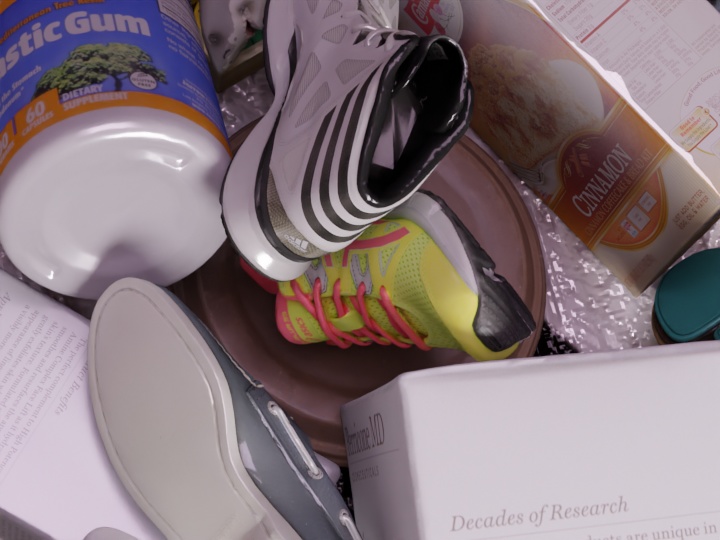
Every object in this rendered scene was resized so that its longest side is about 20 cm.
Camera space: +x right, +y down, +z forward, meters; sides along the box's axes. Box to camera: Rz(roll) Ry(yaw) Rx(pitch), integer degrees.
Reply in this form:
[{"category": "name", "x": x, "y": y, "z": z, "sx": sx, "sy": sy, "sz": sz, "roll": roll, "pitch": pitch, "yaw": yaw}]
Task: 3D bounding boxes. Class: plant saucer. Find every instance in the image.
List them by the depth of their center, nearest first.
[{"category": "plant saucer", "x": 0.000, "y": 0.000, "z": 1.016, "sx": 0.199, "sy": 0.029, "sz": 0.201, "roll": 3, "pitch": 71, "yaw": -8}]

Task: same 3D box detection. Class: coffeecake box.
[{"category": "coffeecake box", "x": 0.111, "y": -0.101, "z": 0.998, "sx": 0.073, "sy": 0.154, "sz": 0.200, "roll": -41, "pitch": 82, "yaw": -17}]

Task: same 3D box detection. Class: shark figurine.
[{"category": "shark figurine", "x": -0.041, "y": -0.218, "z": 0.984, "sx": 0.089, "sy": 0.128, "sz": 0.215, "roll": 22, "pitch": 58, "yaw": 16}]

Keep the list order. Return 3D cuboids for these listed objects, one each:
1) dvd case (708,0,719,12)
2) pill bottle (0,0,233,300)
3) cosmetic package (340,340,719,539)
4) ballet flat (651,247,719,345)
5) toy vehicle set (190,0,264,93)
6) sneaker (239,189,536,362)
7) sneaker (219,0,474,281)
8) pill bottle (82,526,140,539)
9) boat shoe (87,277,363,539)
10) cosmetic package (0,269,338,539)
[{"category": "dvd case", "x": 0.180, "y": -0.134, "z": 0.992, "sx": 0.200, "sy": 0.146, "sz": 0.022, "roll": 51, "pitch": 54, "yaw": -15}, {"category": "pill bottle", "x": -0.129, "y": -0.092, "z": 0.953, "sx": 0.112, "sy": 0.112, "sz": 0.200, "roll": -8, "pitch": 46, "yaw": -11}, {"category": "cosmetic package", "x": 0.093, "y": 0.143, "z": 0.896, "sx": 0.166, "sy": 0.167, "sz": 0.201, "roll": -6, "pitch": 83, "yaw": -10}, {"category": "ballet flat", "x": 0.189, "y": 0.041, "z": 0.963, "sx": 0.069, "sy": 0.200, "sz": 0.063, "roll": -31, "pitch": 103, "yaw": 3}, {"category": "toy vehicle set", "x": -0.028, "y": -0.197, "z": 1.075, "sx": 0.200, "sy": 0.027, "sz": 0.124, "roll": -33, "pitch": 80, "yaw": -17}, {"category": "sneaker", "x": 0.007, "y": 0.008, "z": 0.922, "sx": 0.090, "sy": 0.200, "sz": 0.078, "roll": -42, "pitch": 119, "yaw": -8}, {"category": "sneaker", "x": 0.013, "y": -0.092, "z": 0.893, "sx": 0.076, "sy": 0.115, "sz": 0.201, "roll": 38, "pitch": 48, "yaw": -32}, {"category": "pill bottle", "x": -0.148, "y": 0.209, "z": 0.845, "sx": 0.111, "sy": 0.111, "sz": 0.200, "roll": 43, "pitch": 97, "yaw": 6}, {"category": "boat shoe", "x": -0.054, "y": 0.090, "z": 0.884, "sx": 0.062, "sy": 0.073, "sz": 0.200, "roll": -6, "pitch": 58, "yaw": -57}, {"category": "cosmetic package", "x": -0.122, "y": 0.091, "z": 0.938, "sx": 0.200, "sy": 0.074, "sz": 0.102, "roll": 32, "pitch": 70, "yaw": 0}]
